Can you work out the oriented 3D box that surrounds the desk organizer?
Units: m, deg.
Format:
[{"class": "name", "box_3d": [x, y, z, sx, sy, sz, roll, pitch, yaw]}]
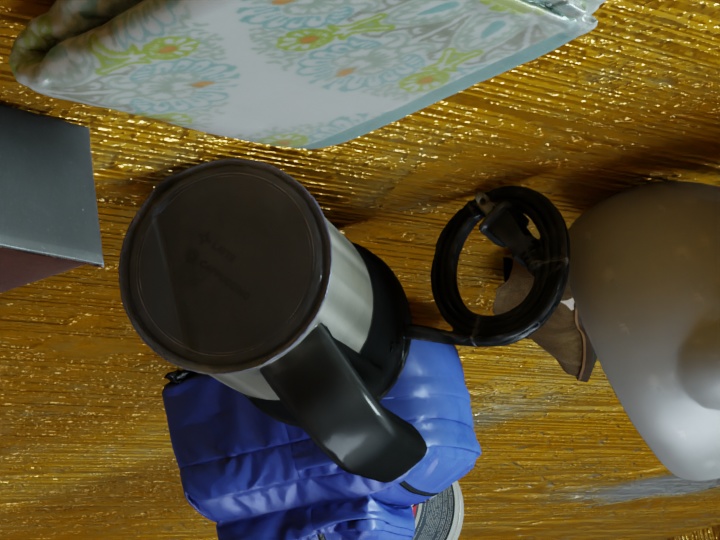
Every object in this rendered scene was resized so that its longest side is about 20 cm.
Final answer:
[{"class": "desk organizer", "box_3d": [-0.213, -0.038, 0.919, 0.077, 0.072, 0.200, -17, 164, 32]}]

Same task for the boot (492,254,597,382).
[{"class": "boot", "box_3d": [0.135, 0.026, 1.420, 0.075, 0.074, 0.200, 6, 163, 10]}]

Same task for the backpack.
[{"class": "backpack", "box_3d": [-0.013, 0.127, 1.478, 0.200, 0.168, 0.162, -18, 170, 15]}]

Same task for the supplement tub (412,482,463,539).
[{"class": "supplement tub", "box_3d": [0.006, 0.207, 1.818, 0.140, 0.141, 0.200, -15, 164, 17]}]

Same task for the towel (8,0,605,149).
[{"class": "towel", "box_3d": [-0.018, -0.107, 0.847, 0.200, 0.048, 0.171, -22, 158, 36]}]

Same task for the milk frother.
[{"class": "milk frother", "box_3d": [0.000, 0.000, 1.131, 0.200, 0.180, 0.188, -54, 162, -2]}]

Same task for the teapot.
[{"class": "teapot", "box_3d": [0.223, 0.020, 1.234, 0.146, 0.200, 0.197, -28, 148, 15]}]
